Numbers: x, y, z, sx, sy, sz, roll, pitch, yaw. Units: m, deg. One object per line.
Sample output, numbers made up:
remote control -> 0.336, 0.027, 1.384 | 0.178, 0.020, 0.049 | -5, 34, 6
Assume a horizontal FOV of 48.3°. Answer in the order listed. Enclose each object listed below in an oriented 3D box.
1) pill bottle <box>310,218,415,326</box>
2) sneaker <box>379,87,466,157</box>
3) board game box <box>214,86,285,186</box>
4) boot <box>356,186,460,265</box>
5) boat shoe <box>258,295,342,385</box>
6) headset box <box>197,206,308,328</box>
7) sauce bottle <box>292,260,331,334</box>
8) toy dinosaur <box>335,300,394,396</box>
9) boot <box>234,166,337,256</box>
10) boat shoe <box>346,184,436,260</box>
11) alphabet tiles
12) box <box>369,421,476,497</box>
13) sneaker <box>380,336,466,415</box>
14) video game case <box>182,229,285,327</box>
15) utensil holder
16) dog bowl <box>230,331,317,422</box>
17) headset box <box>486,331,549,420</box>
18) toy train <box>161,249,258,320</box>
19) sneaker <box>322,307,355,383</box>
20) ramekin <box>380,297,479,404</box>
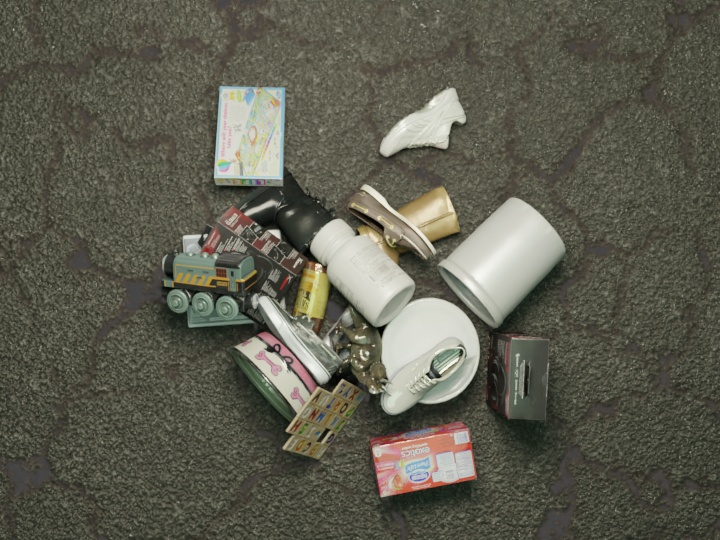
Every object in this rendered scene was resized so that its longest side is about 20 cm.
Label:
pill bottle -> 0.000, 0.000, 1.530 | 0.114, 0.114, 0.200 | -44, 70, -2
sneaker -> 0.131, -0.277, 1.615 | 0.199, 0.078, 0.100 | -35, 95, -2
board game box -> -0.216, -0.266, 1.585 | 0.132, 0.034, 0.203 | 1, 71, -3
boot -> 0.111, -0.051, 1.616 | 0.197, 0.066, 0.178 | -23, 91, -4
boat shoe -> -0.112, 0.118, 1.498 | 0.071, 0.072, 0.201 | -40, 88, -16
headset box -> -0.224, -0.011, 1.538 | 0.199, 0.077, 0.150 | 34, 121, -2
sauce bottle -> -0.102, 0.084, 1.603 | 0.065, 0.066, 0.204 | 12, 87, -3
toy dinosaur -> 0.003, 0.152, 1.541 | 0.100, 0.077, 0.203 | -1, 63, -6
boot -> -0.156, -0.092, 1.584 | 0.198, 0.073, 0.163 | -42, 81, -13
boat shoe -> 0.060, -0.083, 1.558 | 0.200, 0.072, 0.060 | 42, 80, 14
alphabet tiles -> -0.071, 0.284, 1.547 | 0.008, 0.200, 0.168 | 35, 87, 28
box -> 0.122, 0.373, 1.596 | 0.196, 0.095, 0.102 | -11, 90, -3
sneaker -> 0.117, 0.197, 1.516 | 0.200, 0.071, 0.073 | -43, 92, -2
video game case -> -0.253, 0.016, 1.617 | 0.196, 0.023, 0.185 | -4, 89, -3
utensil holder -> 0.277, -0.018, 1.574 | 0.200, 0.170, 0.170 | -44, 92, -4
dog bowl -> -0.158, 0.203, 1.542 | 0.074, 0.200, 0.201 | -41, 91, -17
headset box -> 0.303, 0.200, 1.548 | 0.076, 0.200, 0.152 | 3, 90, -3
toy train -> -0.279, 0.021, 1.483 | 0.197, 0.085, 0.116 | 7, 108, 18
sneaker -> -0.003, 0.138, 1.606 | 0.113, 0.075, 0.201 | 38, 93, -3
ramekin -> 0.133, 0.157, 1.600 | 0.199, 0.094, 0.206 | 0, 89, -3
